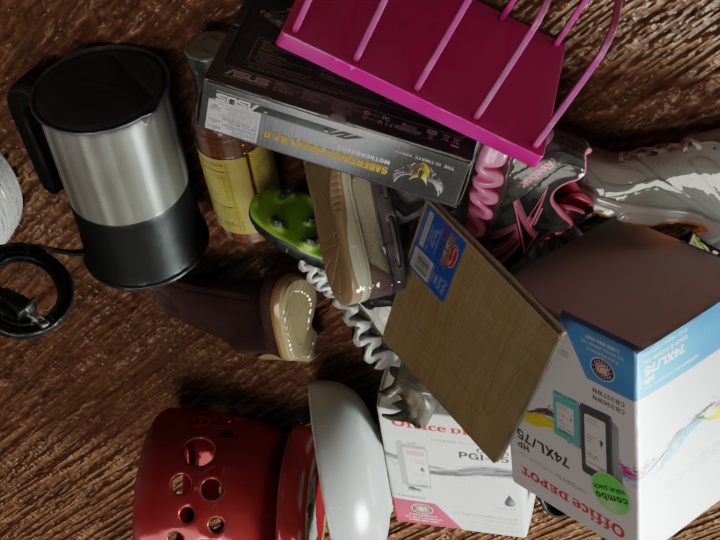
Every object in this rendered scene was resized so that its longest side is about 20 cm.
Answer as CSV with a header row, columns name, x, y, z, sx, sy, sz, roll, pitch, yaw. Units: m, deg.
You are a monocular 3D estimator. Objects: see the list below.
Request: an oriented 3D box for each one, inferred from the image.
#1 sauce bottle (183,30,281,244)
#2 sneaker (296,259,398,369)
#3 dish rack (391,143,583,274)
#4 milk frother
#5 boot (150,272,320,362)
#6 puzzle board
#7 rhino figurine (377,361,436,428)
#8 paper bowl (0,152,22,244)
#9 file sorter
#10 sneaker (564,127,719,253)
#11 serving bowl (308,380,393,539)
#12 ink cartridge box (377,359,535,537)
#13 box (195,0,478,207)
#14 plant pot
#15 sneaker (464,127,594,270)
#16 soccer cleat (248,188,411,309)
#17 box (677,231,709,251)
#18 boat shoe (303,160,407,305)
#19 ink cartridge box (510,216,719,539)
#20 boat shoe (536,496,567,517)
name,x,y,z,sx,sy,sz,roll,pitch,yaw
sauce bottle,-0.108,-0.112,1.133,0.066,0.066,0.200,6,136,14
sneaker,0.000,0.000,1.221,0.081,0.075,0.200,-26,123,17
dish rack,0.097,-0.037,1.155,0.172,0.044,0.200,-26,123,38
milk frother,-0.246,-0.061,1.138,0.180,0.200,0.188,9,138,17
boot,-0.127,0.034,1.261,0.166,0.072,0.200,17,163,8
puzzle board,0.087,0.051,1.068,0.151,0.017,0.200,48,149,22
rhino figurine,0.086,0.089,1.213,0.087,0.060,0.200,42,129,-16
paper bowl,-0.437,-0.062,1.280,0.200,0.104,0.201,10,140,9
file sorter,0.070,-0.195,0.920,0.200,0.139,0.125,25,136,-7
sneaker,0.249,-0.080,1.043,0.200,0.076,0.092,17,118,6
serving bowl,-0.006,0.206,1.361,0.066,0.200,0.200,-10,136,-1
ink cartridge box,0.101,0.176,1.357,0.146,0.083,0.200,5,138,15
box,-0.002,-0.142,0.987,0.200,0.158,0.048,17,137,1
plant pot,-0.134,0.252,1.451,0.182,0.201,0.201,2,137,6
sneaker,0.130,-0.042,1.039,0.095,0.079,0.200,14,145,6
soccer cleat,-0.008,-0.007,1.145,0.200,0.068,0.081,22,142,-8
box,0.238,0.054,1.180,0.200,0.035,0.110,-29,104,38
boat shoe,-0.003,-0.073,1.078,0.065,0.200,0.072,-6,175,-27
ink cartridge box,0.215,0.090,1.069,0.147,0.146,0.200,27,135,45
boat shoe,0.204,0.164,1.312,0.075,0.062,0.200,6,128,7
